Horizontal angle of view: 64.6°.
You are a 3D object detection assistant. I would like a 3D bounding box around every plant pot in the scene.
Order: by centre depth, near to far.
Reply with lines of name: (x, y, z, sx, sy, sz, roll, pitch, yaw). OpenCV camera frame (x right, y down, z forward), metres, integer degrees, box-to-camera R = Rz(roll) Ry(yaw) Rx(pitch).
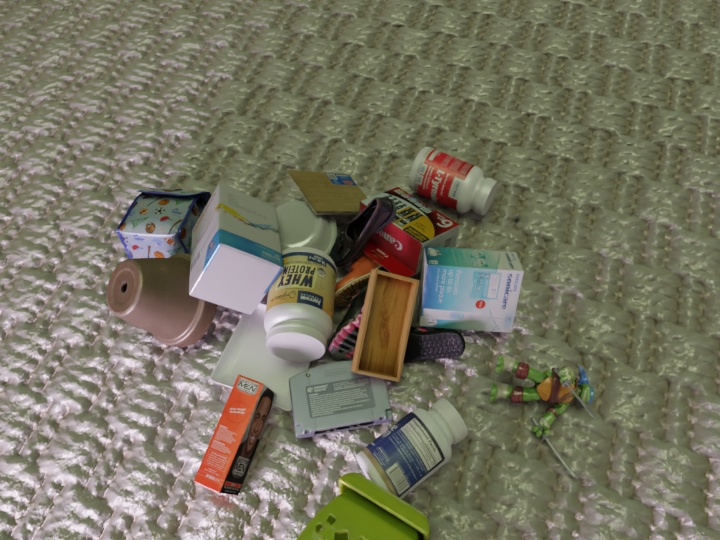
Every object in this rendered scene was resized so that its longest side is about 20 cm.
plant pot: (0.009, 0.467, 0.932, 0.195, 0.203, 0.183, 24, 55, 19)
plant pot: (-0.424, 0.048, 1.193, 0.196, 0.173, 0.206, -9, 73, 30)

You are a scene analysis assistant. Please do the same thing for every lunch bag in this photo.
lunch bag: (-0.467, -0.128, 1.383, 0.165, 0.126, 0.203, 4, 45, 7)

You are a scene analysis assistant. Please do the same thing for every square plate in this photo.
square plate: (-0.193, 0.178, 1.220, 0.193, 0.029, 0.203, 17, 62, 14)

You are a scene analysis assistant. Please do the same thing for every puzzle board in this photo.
puzzle board: (-0.067, -0.185, 1.376, 0.197, 0.018, 0.152, -4, 47, -43)

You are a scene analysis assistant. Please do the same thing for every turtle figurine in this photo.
turtle figurine: (0.340, 0.240, 1.066, 0.189, 0.146, 0.203, 12, 57, 17)

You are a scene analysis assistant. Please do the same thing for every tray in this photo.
tray: (0.049, 0.109, 1.140, 0.096, 0.037, 0.206, 13, 87, -15)

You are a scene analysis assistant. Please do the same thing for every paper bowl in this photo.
paper bowl: (-0.149, -0.078, 1.328, 0.194, 0.105, 0.206, -2, 60, 4)

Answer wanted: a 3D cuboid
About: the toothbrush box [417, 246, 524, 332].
toothbrush box: (0.222, 0.039, 1.175, 0.194, 0.150, 0.086, 4, 29, -1)

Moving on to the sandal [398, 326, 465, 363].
sandal: (0.122, 0.151, 1.187, 0.194, 0.077, 0.045, -1, 16, 18)

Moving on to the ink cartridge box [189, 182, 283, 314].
ink cartridge box: (-0.263, -0.047, 1.195, 0.144, 0.147, 0.203, 21, 35, -31)

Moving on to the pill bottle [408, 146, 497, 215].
pill bottle: (0.223, -0.210, 1.367, 0.197, 0.113, 0.113, 26, 64, 20)

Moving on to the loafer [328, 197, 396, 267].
loafer: (-0.009, -0.088, 1.234, 0.199, 0.062, 0.073, -43, 58, 23)

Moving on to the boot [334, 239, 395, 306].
boot: (0.000, 0.000, 1.290, 0.198, 0.076, 0.107, -33, 58, -24)

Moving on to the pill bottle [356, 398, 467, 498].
pill bottle: (0.098, 0.329, 1.052, 0.198, 0.112, 0.111, -33, 61, -15)

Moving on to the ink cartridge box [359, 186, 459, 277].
ink cartridge box: (0.089, -0.087, 1.271, 0.173, 0.086, 0.199, -25, 47, -36)

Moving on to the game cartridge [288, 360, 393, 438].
game cartridge: (-0.042, 0.251, 1.141, 0.194, 0.041, 0.136, -6, 61, -11)

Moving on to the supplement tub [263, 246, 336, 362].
supplement tub: (-0.124, 0.070, 1.179, 0.140, 0.146, 0.204, -1, 55, 5)

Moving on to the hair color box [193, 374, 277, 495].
hair color box: (-0.233, 0.313, 1.083, 0.060, 0.102, 0.205, 15, 71, 14)

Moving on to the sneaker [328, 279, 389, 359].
sneaker: (-0.003, 0.096, 1.210, 0.201, 0.079, 0.095, -51, 30, 0)
